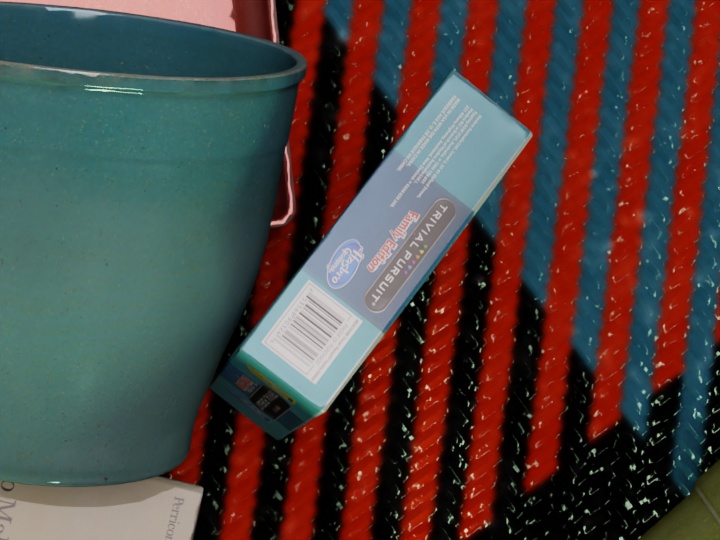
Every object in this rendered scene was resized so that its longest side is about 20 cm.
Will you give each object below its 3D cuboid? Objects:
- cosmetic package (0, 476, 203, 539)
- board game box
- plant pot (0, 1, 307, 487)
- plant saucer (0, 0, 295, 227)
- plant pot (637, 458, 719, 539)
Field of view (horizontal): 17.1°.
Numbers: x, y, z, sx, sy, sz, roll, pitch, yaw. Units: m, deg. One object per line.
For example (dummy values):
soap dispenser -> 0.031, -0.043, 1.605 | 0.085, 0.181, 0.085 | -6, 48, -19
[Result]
cosmetic package -> -0.181, 0.128, 1.120 | 0.199, 0.071, 0.106 | 12, 82, -5
board game box -> 0.000, 0.000, 1.094 | 0.047, 0.200, 0.151 | 38, 80, -1
plant pot -> -0.131, -0.012, 1.059 | 0.199, 0.200, 0.189 | 5, 103, -6
plant saucer -> -0.140, -0.110, 1.175 | 0.199, 0.037, 0.201 | -5, 84, -8
plant pot -> 0.160, 0.197, 1.111 | 0.190, 0.200, 0.200 | -32, 87, 3
